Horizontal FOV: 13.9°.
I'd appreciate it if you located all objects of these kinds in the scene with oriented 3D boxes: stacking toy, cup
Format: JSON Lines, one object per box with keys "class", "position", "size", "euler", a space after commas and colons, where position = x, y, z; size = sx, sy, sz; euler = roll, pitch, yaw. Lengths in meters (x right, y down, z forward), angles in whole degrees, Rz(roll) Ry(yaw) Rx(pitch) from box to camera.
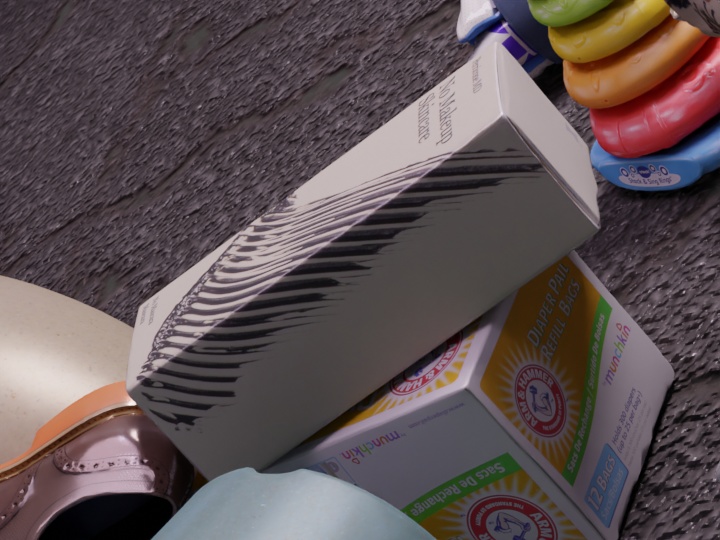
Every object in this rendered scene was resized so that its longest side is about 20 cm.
{"class": "stacking toy", "position": [0.112, -0.142, 1.380], "size": [0.110, 0.200, 0.116], "euler": [-51, 24, -21]}
{"class": "cup", "position": [-0.126, 0.108, 1.388], "size": [0.142, 0.201, 0.201], "euler": [6, 45, 24]}

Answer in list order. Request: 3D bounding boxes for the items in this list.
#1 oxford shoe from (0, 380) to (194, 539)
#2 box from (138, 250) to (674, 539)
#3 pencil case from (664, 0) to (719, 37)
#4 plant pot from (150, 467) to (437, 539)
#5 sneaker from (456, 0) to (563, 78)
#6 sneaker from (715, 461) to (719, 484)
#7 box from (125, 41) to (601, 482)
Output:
{"class": "oxford shoe", "position": [-0.152, 0.127, 1.265], "size": [0.200, 0.071, 0.073], "euler": [-41, 29, 20]}
{"class": "box", "position": [0.020, 0.076, 1.273], "size": [0.199, 0.101, 0.113], "euler": [-25, 28, 38]}
{"class": "pencil case", "position": [0.201, -0.106, 1.258], "size": [0.200, 0.077, 0.090], "euler": [45, 116, 52]}
{"class": "plant pot", "position": [-0.050, 0.190, 1.094], "size": [0.200, 0.201, 0.196], "euler": [-20, 22, 43]}
{"class": "sneaker", "position": [0.121, -0.145, 1.551], "size": [0.147, 0.080, 0.200], "euler": [-52, 26, -1]}
{"class": "sneaker", "position": [0.199, 0.011, 1.129], "size": [0.200, 0.075, 0.115], "euler": [-50, 21, -14]}
{"class": "box", "position": [0.000, 0.000, 1.215], "size": [0.200, 0.068, 0.082], "euler": [-37, 21, 16]}
